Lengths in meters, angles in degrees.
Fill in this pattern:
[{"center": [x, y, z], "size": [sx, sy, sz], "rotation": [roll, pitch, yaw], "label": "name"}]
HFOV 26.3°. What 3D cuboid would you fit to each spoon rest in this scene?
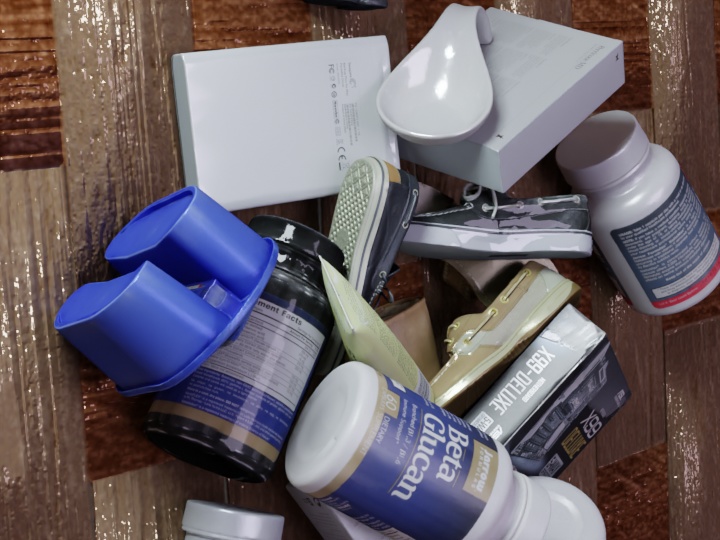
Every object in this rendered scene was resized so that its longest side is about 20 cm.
[{"center": [0.075, -0.176, 1.344], "size": [0.200, 0.099, 0.061], "rotation": [-68, 161, -48], "label": "spoon rest"}]

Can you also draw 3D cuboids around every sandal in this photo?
[{"center": [0.103, -0.015, 1.456], "size": [0.212, 0.070, 0.078], "rotation": [35, 82, -15], "label": "sandal"}]

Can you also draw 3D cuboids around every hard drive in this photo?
[{"center": [-0.059, -0.125, 1.301], "size": [0.200, 0.026, 0.132], "rotation": [-11, 99, -32], "label": "hard drive"}]

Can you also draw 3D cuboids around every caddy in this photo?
[{"center": [-0.138, 0.023, 1.150], "size": [0.105, 0.200, 0.141], "rotation": [43, 65, -17], "label": "caddy"}]

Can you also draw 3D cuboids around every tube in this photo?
[{"center": [0.010, 0.065, 1.263], "size": [0.052, 0.058, 0.200], "rotation": [-62, 151, -20], "label": "tube"}]

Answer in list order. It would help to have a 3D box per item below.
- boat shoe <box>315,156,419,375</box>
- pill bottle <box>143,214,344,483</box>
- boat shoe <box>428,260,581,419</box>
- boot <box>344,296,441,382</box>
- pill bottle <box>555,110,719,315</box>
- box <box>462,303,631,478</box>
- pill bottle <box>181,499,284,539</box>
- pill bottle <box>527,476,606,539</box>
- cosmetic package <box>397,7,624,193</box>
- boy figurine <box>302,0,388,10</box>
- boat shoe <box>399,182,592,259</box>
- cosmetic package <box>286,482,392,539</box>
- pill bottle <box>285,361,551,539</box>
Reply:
[{"center": [0.000, 0.000, 1.320], "size": [0.062, 0.075, 0.200], "rotation": [7, 109, -35], "label": "boat shoe"}, {"center": [-0.088, 0.062, 1.247], "size": [0.112, 0.112, 0.200], "rotation": [37, 67, -38], "label": "pill bottle"}, {"center": [0.112, 0.069, 1.392], "size": [0.200, 0.066, 0.074], "rotation": [-40, 155, -20], "label": "boat shoe"}, {"center": [0.017, 0.146, 1.387], "size": [0.175, 0.066, 0.200], "rotation": [-29, 108, -41], "label": "boot"}, {"center": [0.285, -0.061, 1.580], "size": [0.120, 0.120, 0.200], "rotation": [-54, 125, -27], "label": "pill bottle"}, {"center": [0.175, 0.132, 1.444], "size": [0.158, 0.050, 0.200], "rotation": [-46, 154, -5], "label": "box"}, {"center": [-0.118, 0.289, 1.230], "size": [0.112, 0.112, 0.200], "rotation": [16, 82, -42], "label": "pill bottle"}, {"center": [0.157, 0.290, 1.440], "size": [0.112, 0.112, 0.200], "rotation": [-39, 151, -35], "label": "pill bottle"}, {"center": [0.124, -0.160, 1.403], "size": [0.200, 0.151, 0.052], "rotation": [-41, 135, -33], "label": "cosmetic package"}, {"center": [-0.003, -0.328, 1.341], "size": [0.124, 0.064, 0.200], "rotation": [5, 92, -40], "label": "boy figurine"}, {"center": [0.114, -0.047, 1.383], "size": [0.199, 0.074, 0.068], "rotation": [0, 82, -9], "label": "boat shoe"}, {"center": [0.040, 0.230, 1.316], "size": [0.101, 0.071, 0.200], "rotation": [-40, 102, -23], "label": "cosmetic package"}, {"center": [0.050, 0.164, 1.225], "size": [0.200, 0.111, 0.111], "rotation": [31, 71, -20], "label": "pill bottle"}]
